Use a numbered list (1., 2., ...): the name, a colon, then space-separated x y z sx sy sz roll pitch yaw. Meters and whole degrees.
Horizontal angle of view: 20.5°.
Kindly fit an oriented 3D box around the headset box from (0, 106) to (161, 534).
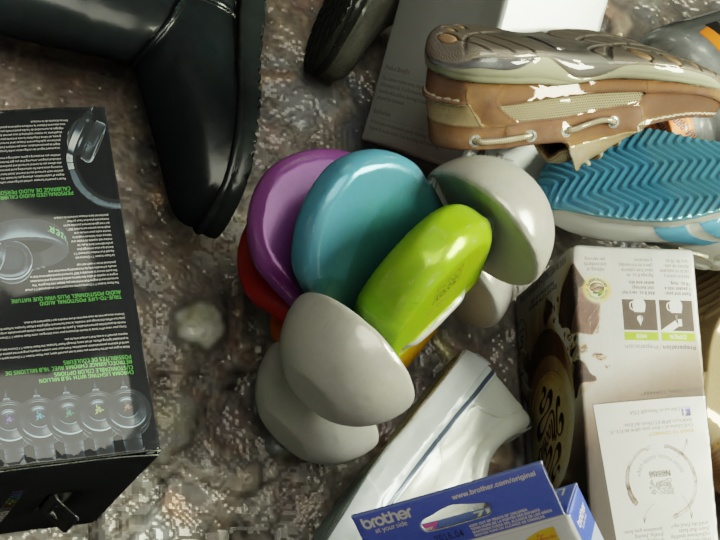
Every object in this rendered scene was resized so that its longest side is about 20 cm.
1. headset box: -0.179 0.039 1.052 0.093 0.174 0.200 -5 72 -21

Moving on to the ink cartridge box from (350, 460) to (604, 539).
1. ink cartridge box: 0.089 0.193 1.092 0.200 0.119 0.042 63 25 -19

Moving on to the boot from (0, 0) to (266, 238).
1. boot: -0.145 -0.124 1.176 0.168 0.076 0.200 14 60 -19

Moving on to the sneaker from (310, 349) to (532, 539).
1. sneaker: 0.033 0.133 1.153 0.071 0.073 0.200 40 63 1

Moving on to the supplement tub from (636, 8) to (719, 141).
1. supplement tub: 0.253 -0.113 1.294 0.200 0.123 0.123 -20 79 -25

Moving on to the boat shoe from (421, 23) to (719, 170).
1. boat shoe: 0.119 -0.097 1.139 0.200 0.076 0.072 1 110 -27

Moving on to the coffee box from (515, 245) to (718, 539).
1. coffee box: 0.150 0.097 1.179 0.080 0.113 0.200 1 73 -13

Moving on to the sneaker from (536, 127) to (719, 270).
1. sneaker: 0.199 -0.036 1.192 0.200 0.081 0.077 -1 51 -14

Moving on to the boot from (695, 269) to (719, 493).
1. boot: 0.272 0.079 1.276 0.166 0.072 0.200 40 49 -22

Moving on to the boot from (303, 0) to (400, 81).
1. boot: 0.060 -0.175 1.282 0.131 0.068 0.200 37 66 -14

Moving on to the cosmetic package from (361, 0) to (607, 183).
1. cosmetic package: 0.084 -0.157 1.205 0.081 0.113 0.200 14 96 -35

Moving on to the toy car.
1. toy car: 0.000 0.000 1.121 0.150 0.200 0.175 45 69 5
